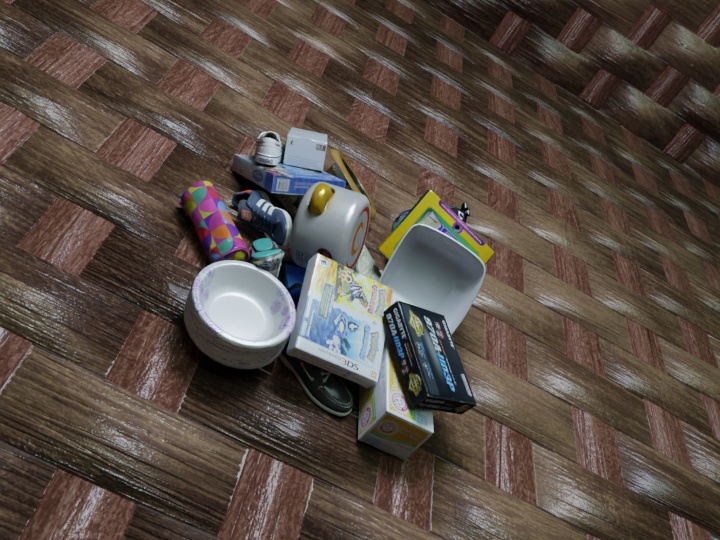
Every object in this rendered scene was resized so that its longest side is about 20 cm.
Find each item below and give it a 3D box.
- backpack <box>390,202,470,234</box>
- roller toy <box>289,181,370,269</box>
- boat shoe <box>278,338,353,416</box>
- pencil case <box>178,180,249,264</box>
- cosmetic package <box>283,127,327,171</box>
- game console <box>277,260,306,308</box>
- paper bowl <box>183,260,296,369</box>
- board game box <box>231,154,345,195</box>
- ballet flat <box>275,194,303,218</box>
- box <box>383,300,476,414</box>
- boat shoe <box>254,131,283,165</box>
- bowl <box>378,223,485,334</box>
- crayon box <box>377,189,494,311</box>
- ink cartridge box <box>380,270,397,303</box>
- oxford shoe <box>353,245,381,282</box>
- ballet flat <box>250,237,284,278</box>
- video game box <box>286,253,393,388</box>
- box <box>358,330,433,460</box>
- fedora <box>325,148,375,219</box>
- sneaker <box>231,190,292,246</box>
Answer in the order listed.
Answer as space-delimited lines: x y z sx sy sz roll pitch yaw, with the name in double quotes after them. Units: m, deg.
0.153 -0.063 1.728 0.151 0.189 0.206 7 89 -29 "backpack"
-0.068 -0.086 1.540 0.136 0.187 0.200 18 8 11 "roller toy"
-0.081 0.185 1.377 0.200 0.061 0.073 48 38 15 "boat shoe"
-0.298 -0.087 1.486 0.087 0.089 0.202 -5 51 -41 "pencil case"
-0.132 -0.296 1.776 0.099 0.076 0.201 10 16 -4 "cosmetic package"
-0.074 0.026 1.518 0.196 0.170 0.122 13 68 -26 "game console"
-0.223 0.089 1.326 0.196 0.105 0.204 18 40 -15 "paper bowl"
-0.167 -0.220 1.692 0.196 0.045 0.198 0 19 -38 "board game box"
-0.131 -0.146 1.698 0.075 0.064 0.201 -14 58 -45 "ballet flat"
0.132 0.168 1.398 0.157 0.046 0.204 20 43 -44 "box"
-0.213 -0.289 1.691 0.070 0.068 0.200 10 14 -3 "boat shoe"
0.145 0.022 1.542 0.197 0.203 0.075 31 4 -3 "bowl"
0.165 -0.043 1.603 0.200 0.173 0.058 43 3 -5 "crayon box"
0.094 0.065 1.643 0.114 0.068 0.203 24 38 -15 "ink cartridge box"
0.000 0.000 1.638 0.074 0.058 0.202 23 28 -39 "oxford shoe"
-0.185 -0.016 1.460 0.071 0.073 0.200 24 6 -14 "ballet flat"
-0.034 0.095 1.383 0.179 0.047 0.204 26 57 -23 "video game box"
0.066 0.237 1.399 0.111 0.102 0.203 26 37 -20 "box"
-0.039 -0.197 1.786 0.203 0.081 0.201 55 11 -15 "fedora"
-0.216 -0.112 1.563 0.083 0.077 0.200 2 26 -36 "sneaker"
